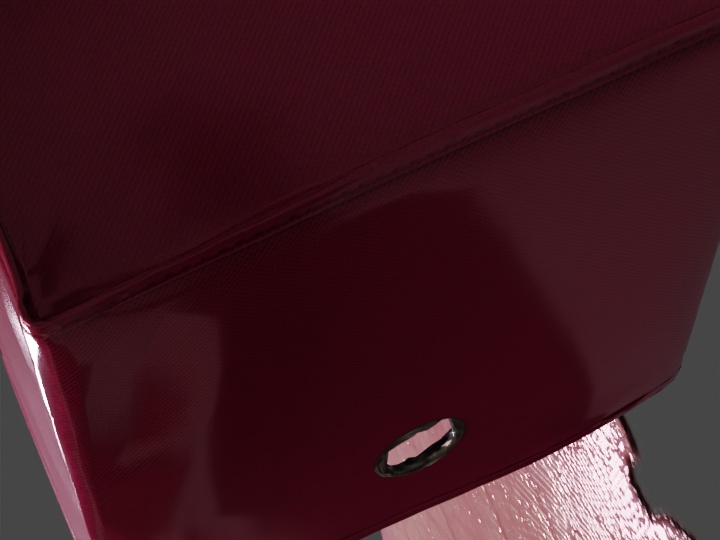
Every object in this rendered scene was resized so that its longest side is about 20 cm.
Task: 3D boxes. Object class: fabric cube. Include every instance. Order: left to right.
[{"bbox_3d":[-0.023,-0.055,0.541,0.201,0.195,0.200,61,166,24],"label":"fabric cube"}]
